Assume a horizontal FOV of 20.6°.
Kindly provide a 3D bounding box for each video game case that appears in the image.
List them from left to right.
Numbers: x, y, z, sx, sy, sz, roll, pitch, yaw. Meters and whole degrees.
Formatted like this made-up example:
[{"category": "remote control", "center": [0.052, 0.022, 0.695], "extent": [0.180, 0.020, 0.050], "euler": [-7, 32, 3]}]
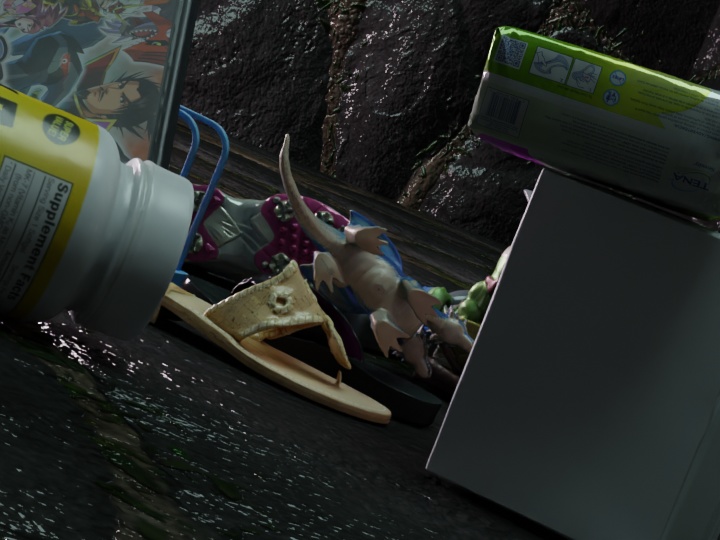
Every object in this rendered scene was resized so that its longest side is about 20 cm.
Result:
[{"category": "video game case", "center": [-0.200, -0.113, 1.218], "extent": [0.179, 0.201, 0.026], "euler": [3, -39, 4]}]

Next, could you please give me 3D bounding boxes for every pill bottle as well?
[{"category": "pill bottle", "center": [-0.197, -0.040, 1.053], "extent": [0.198, 0.115, 0.114], "euler": [22, 5, -19]}]

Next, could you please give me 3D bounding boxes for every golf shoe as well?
[{"category": "golf shoe", "center": [-0.069, -0.020, 1.563], "extent": [0.198, 0.076, 0.091], "euler": [15, -8, 20]}]

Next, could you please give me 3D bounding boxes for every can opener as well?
[{"category": "can opener", "center": [0.041, 0.040, 1.608], "extent": [0.052, 0.067, 0.199], "euler": [25, 10, 37]}]

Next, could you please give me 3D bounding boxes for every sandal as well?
[{"category": "sandal", "center": [-0.065, 0.021, 1.249], "extent": [0.210, 0.070, 0.078], "euler": [25, 5, 10]}, {"category": "sandal", "center": [-0.029, 0.041, 1.335], "extent": [0.199, 0.048, 0.075], "euler": [26, 6, 17]}]

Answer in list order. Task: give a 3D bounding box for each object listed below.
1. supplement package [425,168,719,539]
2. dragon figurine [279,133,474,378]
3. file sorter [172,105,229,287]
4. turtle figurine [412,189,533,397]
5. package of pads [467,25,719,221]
[{"category": "supplement package", "center": [0.164, 0.061, 1.189], "extent": [0.146, 0.193, 0.200], "euler": [23, 4, 21]}, {"category": "dragon figurine", "center": [0.000, 0.000, 1.300], "extent": [0.200, 0.059, 0.099], "euler": [45, -1, -10]}, {"category": "file sorter", "center": [-0.198, -0.075, 1.346], "extent": [0.138, 0.124, 0.200], "euler": [25, 6, 21]}, {"category": "turtle figurine", "center": [0.146, 0.045, 1.503], "extent": [0.193, 0.145, 0.199], "euler": [34, 22, 26]}, {"category": "package of pads", "center": [0.152, -0.080, 1.144], "extent": [0.153, 0.069, 0.200], "euler": [19, 4, 10]}]
